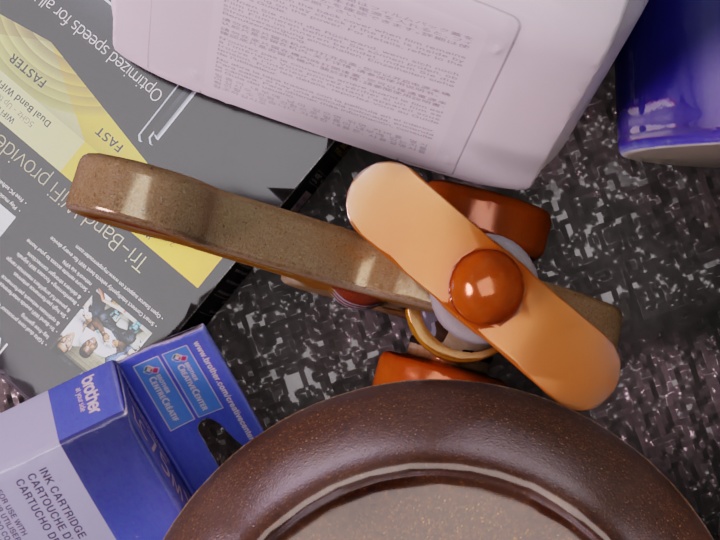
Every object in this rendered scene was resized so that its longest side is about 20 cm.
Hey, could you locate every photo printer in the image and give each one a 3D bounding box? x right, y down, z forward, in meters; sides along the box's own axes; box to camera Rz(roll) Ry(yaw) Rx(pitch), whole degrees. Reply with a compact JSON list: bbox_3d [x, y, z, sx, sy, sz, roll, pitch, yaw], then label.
[{"bbox_3d":[0.003,-0.097,0.880,0.165,0.200,0.070,18,76,0],"label":"photo printer"}]

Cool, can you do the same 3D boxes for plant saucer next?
[{"bbox_3d":[0.023,0.134,0.876,0.199,0.032,0.202,0,88,4],"label":"plant saucer"}]

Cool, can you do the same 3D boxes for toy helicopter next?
[{"bbox_3d":[0.000,0.000,0.926,0.199,0.132,0.079,17,88,-29],"label":"toy helicopter"}]

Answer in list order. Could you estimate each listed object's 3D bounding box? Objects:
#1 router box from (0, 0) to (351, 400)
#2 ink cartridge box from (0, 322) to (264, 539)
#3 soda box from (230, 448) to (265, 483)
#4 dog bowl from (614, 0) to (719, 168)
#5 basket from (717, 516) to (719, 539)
[{"bbox_3d":[-0.118,-0.061,1.007,0.200,0.052,0.157,40,91,5],"label":"router box"},{"bbox_3d":[-0.116,0.110,0.978,0.199,0.042,0.120,-27,122,0],"label":"ink cartridge box"},{"bbox_3d":[0.026,0.144,0.922,0.200,0.063,0.071,38,90,6],"label":"soda box"},{"bbox_3d":[0.180,-0.075,0.913,0.199,0.200,0.079,0,89,4],"label":"dog bowl"},{"bbox_3d":[0.182,0.038,0.913,0.135,0.200,0.124,-3,81,3],"label":"basket"}]
